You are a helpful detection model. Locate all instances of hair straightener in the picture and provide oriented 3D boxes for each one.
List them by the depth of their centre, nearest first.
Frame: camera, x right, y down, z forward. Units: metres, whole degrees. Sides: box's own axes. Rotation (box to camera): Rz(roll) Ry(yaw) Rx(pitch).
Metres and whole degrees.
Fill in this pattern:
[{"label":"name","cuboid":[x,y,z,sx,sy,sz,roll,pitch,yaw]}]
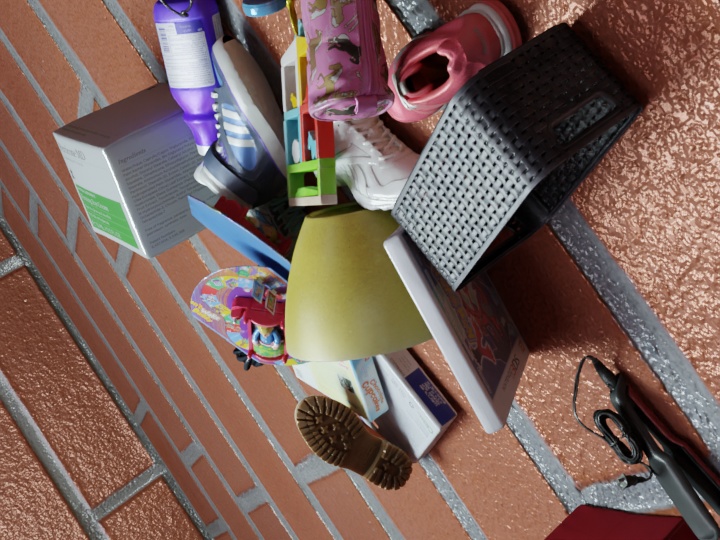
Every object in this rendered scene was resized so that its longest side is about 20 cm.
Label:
[{"label":"hair straightener","cuboid":[0.264,0.167,0.833,0.201,0.076,0.041,53,154,8]}]

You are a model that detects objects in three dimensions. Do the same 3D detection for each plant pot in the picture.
[{"label":"plant pot","cuboid":[0.000,0.000,0.999,0.199,0.198,0.145,5,109,57]}]

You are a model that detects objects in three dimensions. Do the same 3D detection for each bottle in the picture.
[{"label":"bottle","cuboid":[-0.208,-0.252,1.161,0.082,0.065,0.203,2,119,22]}]

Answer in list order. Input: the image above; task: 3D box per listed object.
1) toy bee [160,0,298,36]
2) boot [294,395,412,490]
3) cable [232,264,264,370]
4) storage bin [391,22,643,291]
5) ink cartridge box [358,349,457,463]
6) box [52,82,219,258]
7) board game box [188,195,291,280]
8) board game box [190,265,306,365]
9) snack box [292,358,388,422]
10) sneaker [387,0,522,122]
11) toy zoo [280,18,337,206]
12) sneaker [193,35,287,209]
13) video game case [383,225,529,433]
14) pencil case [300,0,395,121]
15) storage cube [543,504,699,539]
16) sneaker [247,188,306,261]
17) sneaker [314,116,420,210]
[{"label":"toy bee","cuboid":[-0.099,-0.320,0.928,0.197,0.109,0.132,22,134,11]},{"label":"boot","cuboid":[-0.026,0.227,1.239,0.199,0.075,0.107,41,173,-28]},{"label":"cable","cuboid":[-0.126,0.049,1.264,0.200,0.050,0.165,-42,47,34]},{"label":"storage bin","cuboid":[0.121,-0.087,0.741,0.094,0.134,0.201,50,152,13]},{"label":"ink cartridge box","cuboid":[0.037,0.166,1.248,0.200,0.040,0.201,51,153,15]},{"label":"box","cuboid":[-0.295,-0.151,1.296,0.198,0.199,0.174,20,134,49]},{"label":"board game box","cuboid":[-0.134,-0.051,1.103,0.157,0.039,0.200,35,169,-2]},{"label":"board game box","cuboid":[-0.123,0.076,1.130,0.157,0.039,0.200,-26,128,34]},{"label":"snack box","cuboid":[-0.045,0.124,1.259,0.199,0.037,0.118,22,136,52]},{"label":"sneaker","cuboid":[0.056,-0.179,0.808,0.075,0.086,0.199,59,153,-4]},{"label":"toy zoo","cuboid":[-0.059,-0.174,0.988,0.131,0.020,0.204,-170,76,-70]},{"label":"sneaker","cuboid":[-0.171,-0.171,1.129,0.145,0.081,0.202,-25,103,22]},{"label":"video game case","cuboid":[0.102,0.032,0.881,0.023,0.182,0.202,-27,97,24]},{"label":"pencil case","cuboid":[-0.016,-0.234,0.803,0.086,0.081,0.204,4,-100,-77]},{"label":"storage cube","cuboid":[0.266,0.372,0.933,0.202,0.179,0.170,61,152,-6]},{"label":"sneaker","cuboid":[-0.111,-0.078,1.203,0.200,0.077,0.087,48,148,18]},{"label":"sneaker","cuboid":[0.007,-0.130,0.956,0.199,0.077,0.101,24,135,45]}]
